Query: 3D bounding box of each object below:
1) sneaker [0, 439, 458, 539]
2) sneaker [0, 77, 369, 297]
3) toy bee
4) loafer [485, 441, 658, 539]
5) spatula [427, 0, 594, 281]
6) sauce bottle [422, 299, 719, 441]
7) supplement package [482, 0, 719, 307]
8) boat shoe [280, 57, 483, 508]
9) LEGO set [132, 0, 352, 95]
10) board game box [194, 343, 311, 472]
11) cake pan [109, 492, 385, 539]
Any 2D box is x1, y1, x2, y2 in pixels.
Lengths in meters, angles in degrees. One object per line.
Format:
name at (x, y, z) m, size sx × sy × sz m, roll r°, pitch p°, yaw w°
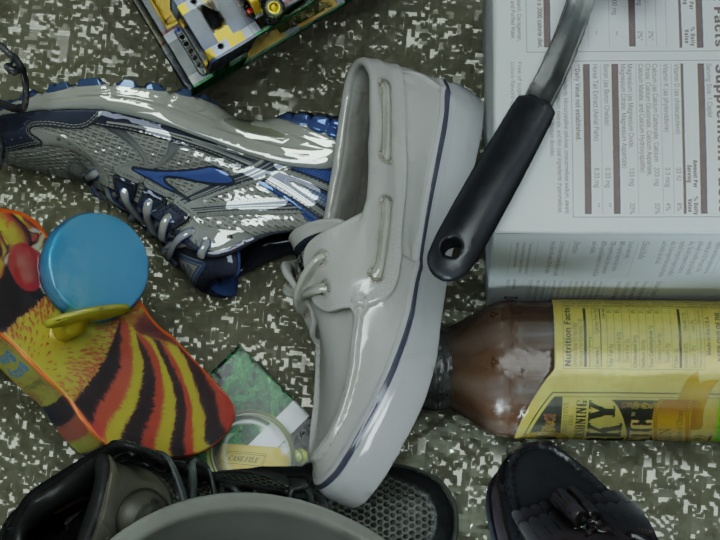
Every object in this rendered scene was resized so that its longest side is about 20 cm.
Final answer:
sneaker at (-0.056, 0.113, 1.049) m, size 0.199 × 0.114 × 0.076 m, roll 0°, pitch 79°, yaw -1°
sneaker at (-0.076, -0.034, 1.125) m, size 0.200 × 0.077 × 0.085 m, roll 9°, pitch 82°, yaw 3°
toy bee at (-0.151, 0.015, 1.078) m, size 0.109 × 0.131 × 0.200 m, roll -34°, pitch 72°, yaw -26°
loafer at (0.116, 0.144, 1.053) m, size 0.072 × 0.063 × 0.200 m, roll -13°, pitch 53°, yaw -19°
spatula at (0.078, -0.083, 1.003) m, size 0.056 × 0.021 × 0.200 m, roll 24°, pitch 82°, yaw 20°
sauce bottle at (0.093, 0.044, 1.110) m, size 0.200 × 0.065 × 0.065 m, roll 0°, pitch 77°, yaw 3°
supplement package at (0.155, -0.070, 1.088) m, size 0.200 × 0.152 × 0.151 m, roll 0°, pitch 77°, yaw 1°
boat shoe at (0.000, 0.000, 1.051) m, size 0.066 × 0.072 × 0.200 m, roll 22°, pitch 68°, yaw -17°
LEGO set at (-0.053, -0.161, 1.091) m, size 0.154 × 0.200 × 0.116 m, roll -31°, pitch 93°, yaw 3°
board game box at (-0.090, 0.139, 1.112) m, size 0.105 × 0.023 × 0.200 m, roll 44°, pitch 81°, yaw 11°
cake pan at (-0.037, 0.185, 0.963) m, size 0.200 × 0.037 × 0.201 m, roll 13°, pitch 58°, yaw -22°
